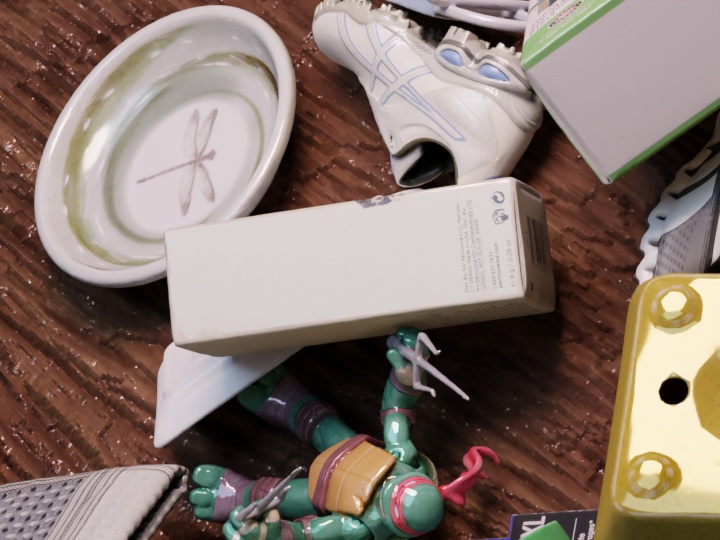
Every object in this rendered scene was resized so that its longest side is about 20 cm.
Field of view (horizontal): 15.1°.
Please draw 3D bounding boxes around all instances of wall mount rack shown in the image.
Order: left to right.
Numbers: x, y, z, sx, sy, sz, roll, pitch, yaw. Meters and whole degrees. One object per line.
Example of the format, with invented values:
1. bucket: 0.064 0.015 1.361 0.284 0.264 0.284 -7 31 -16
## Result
1. wall mount rack: 0.019 -0.194 1.592 0.200 0.174 0.075 22 105 44

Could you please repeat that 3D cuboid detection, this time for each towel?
1. towel: -0.214 0.169 1.490 0.192 0.035 0.200 -8 25 25

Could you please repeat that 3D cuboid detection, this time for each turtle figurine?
1. turtle figurine: -0.012 0.109 1.468 0.150 0.101 0.200 -46 24 -21

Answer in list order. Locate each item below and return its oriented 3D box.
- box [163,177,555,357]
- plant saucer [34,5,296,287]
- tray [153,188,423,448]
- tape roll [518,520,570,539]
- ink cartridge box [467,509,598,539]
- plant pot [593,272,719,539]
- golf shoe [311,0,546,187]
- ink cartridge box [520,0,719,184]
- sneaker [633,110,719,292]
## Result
1. box: 0.000 0.000 1.473 0.200 0.082 0.068 -8 82 14
2. plant saucer: -0.114 -0.070 1.700 0.200 0.050 0.200 -20 51 27
3. tray: -0.045 0.020 1.568 0.200 0.022 0.107 -36 18 10
4. tape roll: 0.023 0.192 1.274 0.200 0.200 0.048 -36 81 14
5. ink cartridge box: 0.123 0.169 1.370 0.200 0.037 0.095 -9 58 36
6. plant pot: 0.199 0.097 1.210 0.195 0.200 0.194 0 62 22
7. golf shoe: 0.026 -0.102 1.599 0.200 0.078 0.097 26 94 51
8. ink cartridge box: 0.165 -0.142 1.434 0.146 0.084 0.200 -36 12 14
9. sneaker: 0.211 -0.037 1.411 0.090 0.066 0.200 13 69 45
